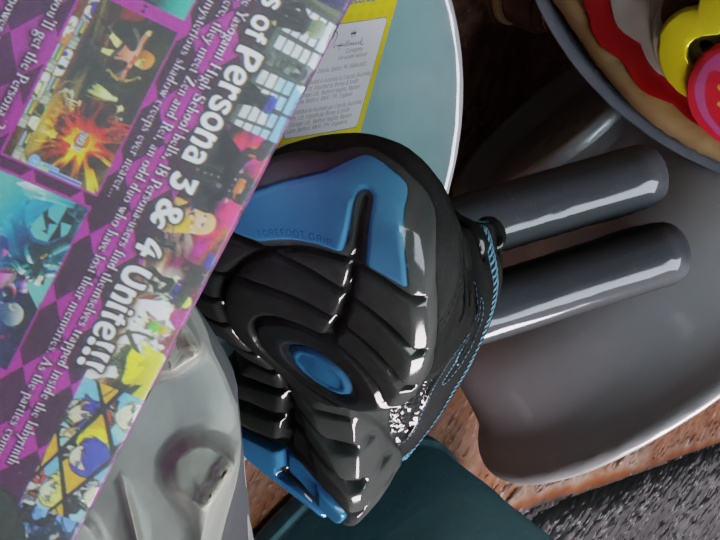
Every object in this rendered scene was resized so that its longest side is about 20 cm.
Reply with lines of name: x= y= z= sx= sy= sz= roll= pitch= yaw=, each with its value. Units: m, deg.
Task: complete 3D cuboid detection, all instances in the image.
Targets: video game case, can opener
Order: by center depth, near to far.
video game case: x=-0.111 y=-0.037 z=0.590 sx=0.180 sy=0.036 sz=0.201 roll=23 pitch=99 yaw=-25
can opener: x=0.006 y=0.007 z=0.860 sx=0.199 sy=0.053 sz=0.066 roll=-17 pitch=-178 yaw=-8

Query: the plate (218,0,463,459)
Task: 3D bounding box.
plate: x=-0.054 y=-0.031 z=0.767 sx=0.199 sy=0.026 sz=0.201 roll=-18 pitch=120 yaw=-34

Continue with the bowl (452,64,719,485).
bowl: x=0.096 y=-0.023 z=0.966 sx=0.201 sy=0.090 sz=0.201 roll=-38 pitch=-167 yaw=11

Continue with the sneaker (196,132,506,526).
sneaker: x=0.000 y=0.000 z=0.725 sx=0.082 sy=0.073 sz=0.200 roll=-51 pitch=172 yaw=-18

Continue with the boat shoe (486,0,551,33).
boat shoe: x=0.121 y=-0.128 z=0.965 sx=0.200 sy=0.067 sz=0.072 roll=-28 pitch=141 yaw=-45

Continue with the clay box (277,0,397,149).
clay box: x=-0.029 y=-0.114 z=0.667 sx=0.115 sy=0.047 sz=0.201 roll=-11 pitch=123 yaw=-50

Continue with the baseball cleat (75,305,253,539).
baseball cleat: x=-0.063 y=0.073 z=0.723 sx=0.069 sy=0.106 sz=0.201 roll=-16 pitch=112 yaw=-12

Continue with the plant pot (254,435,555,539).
plant pot: x=0.046 y=0.197 z=1.045 sx=0.200 sy=0.187 sz=0.201 roll=-41 pitch=149 yaw=-31

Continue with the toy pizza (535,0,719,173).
toy pizza: x=0.140 y=-0.109 z=0.826 sx=0.032 sy=0.199 sz=0.201 roll=-57 pitch=163 yaw=-56
